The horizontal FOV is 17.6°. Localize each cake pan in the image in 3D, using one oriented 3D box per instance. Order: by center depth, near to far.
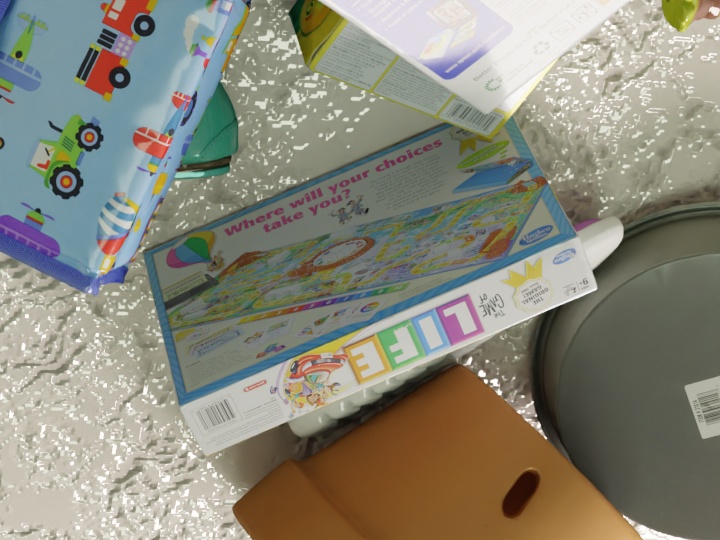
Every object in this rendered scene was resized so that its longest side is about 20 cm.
[{"bbox_3d":[0.189,0.062,1.230,0.200,0.037,0.201,2,116,5],"label":"cake pan"}]

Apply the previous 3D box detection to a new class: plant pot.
[{"bbox_3d":[0.051,0.143,1.205,0.140,0.200,0.200,-46,122,-2],"label":"plant pot"}]

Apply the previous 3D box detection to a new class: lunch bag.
[{"bbox_3d":[-0.167,-0.101,1.017,0.200,0.094,0.151,26,94,1],"label":"lunch bag"}]

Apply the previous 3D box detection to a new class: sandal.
[{"bbox_3d":[0.041,0.019,1.191,0.202,0.082,0.050,-33,81,10],"label":"sandal"}]

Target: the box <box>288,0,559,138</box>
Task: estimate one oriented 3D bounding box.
[{"bbox_3d":[0.069,-0.159,1.062,0.117,0.048,0.200,19,127,-34],"label":"box"}]

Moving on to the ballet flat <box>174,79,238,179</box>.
[{"bbox_3d":[-0.158,-0.068,1.089,0.200,0.067,0.071,-9,100,-8],"label":"ballet flat"}]

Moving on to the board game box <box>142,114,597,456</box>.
[{"bbox_3d":[0.000,0.000,1.120,0.200,0.135,0.034,-23,125,2],"label":"board game box"}]

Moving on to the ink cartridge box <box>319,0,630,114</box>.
[{"bbox_3d":[0.031,-0.140,0.991,0.095,0.037,0.200,-38,144,19],"label":"ink cartridge box"}]

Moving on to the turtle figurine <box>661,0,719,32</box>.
[{"bbox_3d":[0.235,-0.155,1.120,0.161,0.064,0.200,7,129,-9],"label":"turtle figurine"}]
